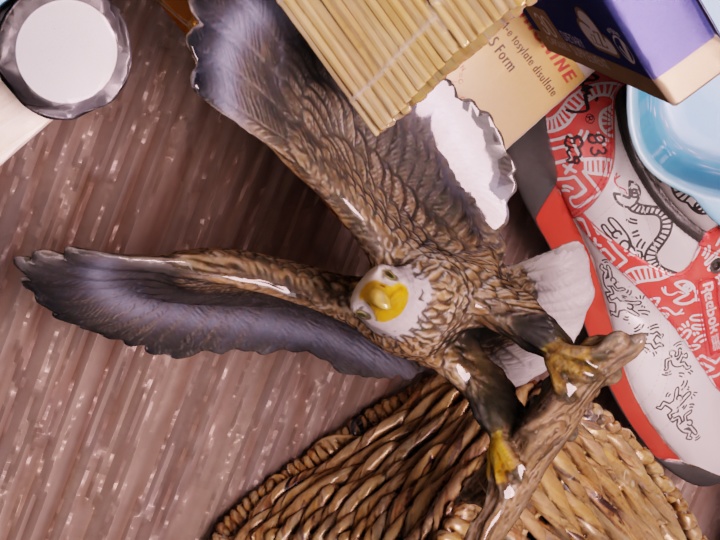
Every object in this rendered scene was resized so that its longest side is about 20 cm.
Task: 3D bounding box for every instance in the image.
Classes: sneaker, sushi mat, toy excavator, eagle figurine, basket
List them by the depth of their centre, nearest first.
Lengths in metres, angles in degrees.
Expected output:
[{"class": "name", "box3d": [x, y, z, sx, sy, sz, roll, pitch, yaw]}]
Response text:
[{"class": "sushi mat", "box3d": [-0.021, -0.151, 0.701, 0.096, 0.012, 0.201, -36, 89, 32]}, {"class": "toy excavator", "box3d": [-0.207, -0.093, 0.763, 0.194, 0.100, 0.200, -42, 101, -3]}, {"class": "eagle figurine", "box3d": [0.000, -0.002, 0.770, 0.199, 0.151, 0.152, 36, 63, 7]}, {"class": "sneaker", "box3d": [0.146, -0.001, 0.884, 0.107, 0.067, 0.202, -17, 114, 30]}, {"class": "basket", "box3d": [0.056, 0.144, 0.928, 0.143, 0.148, 0.201, -51, 119, -34]}]

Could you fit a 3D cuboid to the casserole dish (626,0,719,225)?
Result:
[{"class": "casserole dish", "box3d": [0.165, -0.111, 0.794, 0.120, 0.039, 0.202, 10, 96, 2]}]

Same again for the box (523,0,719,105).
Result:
[{"class": "box", "box3d": [0.046, -0.153, 0.719, 0.032, 0.121, 0.201, -34, 110, -5]}]

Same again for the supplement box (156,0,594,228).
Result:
[{"class": "supplement box", "box3d": [0.037, -0.121, 0.831, 0.200, 0.074, 0.126, -42, 115, -2]}]
